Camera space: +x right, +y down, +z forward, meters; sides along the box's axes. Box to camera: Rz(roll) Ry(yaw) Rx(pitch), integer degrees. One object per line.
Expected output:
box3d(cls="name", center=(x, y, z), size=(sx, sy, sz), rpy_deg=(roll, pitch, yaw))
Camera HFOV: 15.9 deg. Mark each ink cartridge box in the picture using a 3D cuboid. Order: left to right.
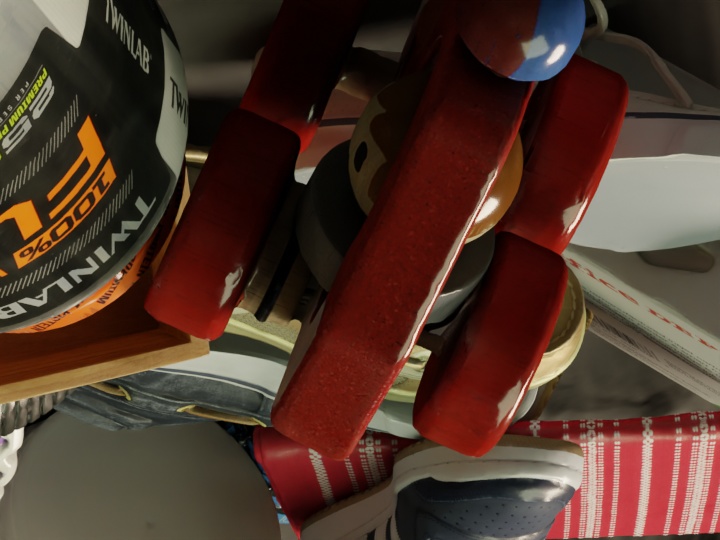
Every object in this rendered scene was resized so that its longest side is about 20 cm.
box3d(cls="ink cartridge box", center=(0.145, -0.002, 1.018), size=(0.083, 0.146, 0.200), rpy_deg=(-57, 159, -4))

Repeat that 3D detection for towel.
box3d(cls="towel", center=(0.059, 0.084, 1.061), size=(0.198, 0.023, 0.145), rpy_deg=(-2, 160, 5))

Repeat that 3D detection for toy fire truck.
box3d(cls="toy fire truck", center=(0.026, -0.053, 0.737), size=(0.111, 0.201, 0.168), rpy_deg=(24, 137, -3))

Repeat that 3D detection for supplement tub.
box3d(cls="supplement tub", center=(-0.117, -0.056, 0.669), size=(0.122, 0.123, 0.200), rpy_deg=(-24, 160, 5))
box3d(cls="supplement tub", center=(-0.129, 0.152, 1.142), size=(0.144, 0.145, 0.200), rpy_deg=(-8, 155, -32))

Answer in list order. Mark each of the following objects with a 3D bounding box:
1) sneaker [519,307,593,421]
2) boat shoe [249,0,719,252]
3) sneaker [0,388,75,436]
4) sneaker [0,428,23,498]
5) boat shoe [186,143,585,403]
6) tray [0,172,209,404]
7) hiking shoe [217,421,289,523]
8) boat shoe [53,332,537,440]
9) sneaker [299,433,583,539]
box3d(cls="sneaker", center=(0.028, 0.022, 1.101), size=(0.075, 0.090, 0.200), rpy_deg=(-59, -171, -16))
box3d(cls="boat shoe", center=(0.058, -0.058, 0.890), size=(0.200, 0.087, 0.075), rpy_deg=(0, 155, -7))
box3d(cls="sneaker", center=(-0.183, 0.022, 0.870), size=(0.199, 0.089, 0.075), rpy_deg=(-15, 128, -27))
box3d(cls="sneaker", center=(-0.204, 0.073, 0.977), size=(0.088, 0.081, 0.200), rpy_deg=(9, 145, -42))
box3d(cls="boat shoe", center=(0.000, -0.003, 0.921), size=(0.199, 0.074, 0.063), rpy_deg=(18, 159, -21))
box3d(cls="tray", center=(-0.150, -0.003, 0.804), size=(0.199, 0.099, 0.037), rpy_deg=(-13, -167, -25))
box3d(cls="hiking shoe", center=(-0.034, 0.082, 1.165), size=(0.086, 0.075, 0.200), rpy_deg=(-24, 160, 3))
box3d(cls="boat shoe", center=(-0.036, 0.029, 0.991), size=(0.199, 0.071, 0.091), rpy_deg=(13, 156, -14))
box3d(cls="sneaker", center=(0.031, 0.134, 1.004), size=(0.070, 0.109, 0.200), rpy_deg=(9, 158, -21))
